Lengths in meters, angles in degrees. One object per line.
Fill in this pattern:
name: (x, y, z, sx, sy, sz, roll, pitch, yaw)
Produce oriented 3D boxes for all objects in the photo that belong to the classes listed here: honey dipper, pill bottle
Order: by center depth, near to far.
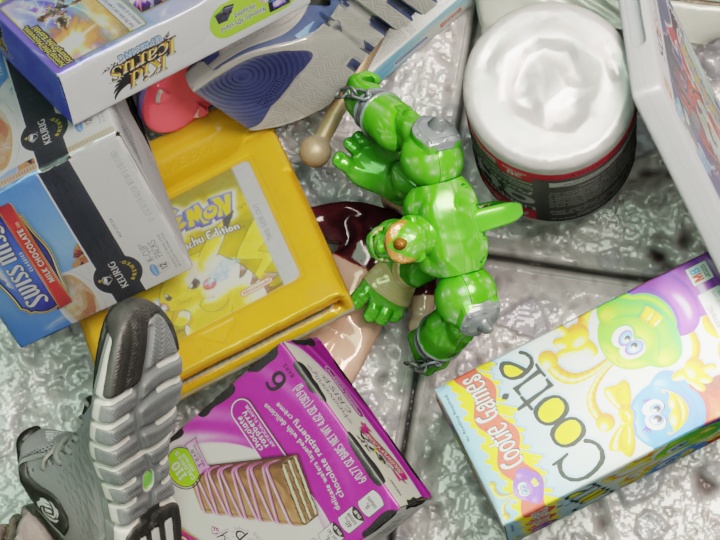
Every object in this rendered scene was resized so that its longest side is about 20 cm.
pill bottle: (0.127, -0.094, 1.529, 0.110, 0.200, 0.111, -1, 77, 6)
honey dipper: (0.010, -0.161, 1.606, 0.038, 0.038, 0.200, 27, 87, 11)

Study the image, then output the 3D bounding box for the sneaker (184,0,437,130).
sneaker: (-0.029, -0.191, 1.585, 0.199, 0.081, 0.115, -35, 44, 19)

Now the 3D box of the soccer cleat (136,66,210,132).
soccer cleat: (-0.109, -0.193, 1.622, 0.076, 0.067, 0.200, 32, 101, 45)

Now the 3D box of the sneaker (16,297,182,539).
sneaker: (-0.177, 0.102, 1.489, 0.115, 0.075, 0.200, 17, 117, 33)

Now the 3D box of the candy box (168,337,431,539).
candy box: (-0.072, 0.157, 1.532, 0.200, 0.061, 0.136, -42, 75, 19)

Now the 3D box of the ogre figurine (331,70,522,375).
ogre figurine: (0.041, -0.031, 1.516, 0.098, 0.120, 0.201, 4, 88, -24)

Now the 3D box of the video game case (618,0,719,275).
video game case: (0.211, -0.094, 1.489, 0.023, 0.200, 0.182, -20, 37, 16)

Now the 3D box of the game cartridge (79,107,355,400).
game cartridge: (-0.116, -0.012, 1.582, 0.176, 0.032, 0.200, -27, 54, 2)

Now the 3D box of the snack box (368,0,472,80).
snack box: (-0.029, -0.228, 1.658, 0.116, 0.037, 0.200, -40, 77, -3)

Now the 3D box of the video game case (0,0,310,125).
video game case: (-0.161, -0.194, 1.525, 0.181, 0.046, 0.200, -29, 45, -19)

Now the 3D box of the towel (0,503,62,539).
towel: (-0.189, 0.223, 1.482, 0.034, 0.200, 0.133, -34, 100, 2)

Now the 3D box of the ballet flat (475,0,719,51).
ballet flat: (0.175, -0.172, 1.618, 0.200, 0.069, 0.070, 9, 79, 12)

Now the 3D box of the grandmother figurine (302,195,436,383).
grandmother figurine: (0.000, 0.000, 1.598, 0.121, 0.061, 0.200, 34, 79, -11)

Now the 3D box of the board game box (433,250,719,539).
board game box: (0.162, 0.086, 1.535, 0.200, 0.103, 0.105, -27, 76, -1)

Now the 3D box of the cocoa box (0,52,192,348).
cocoa box: (-0.214, -0.076, 1.554, 0.131, 0.133, 0.200, -25, 43, 1)
